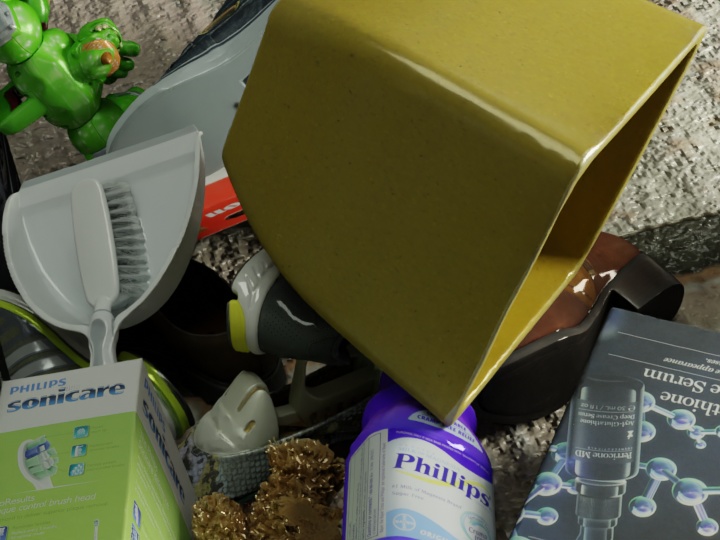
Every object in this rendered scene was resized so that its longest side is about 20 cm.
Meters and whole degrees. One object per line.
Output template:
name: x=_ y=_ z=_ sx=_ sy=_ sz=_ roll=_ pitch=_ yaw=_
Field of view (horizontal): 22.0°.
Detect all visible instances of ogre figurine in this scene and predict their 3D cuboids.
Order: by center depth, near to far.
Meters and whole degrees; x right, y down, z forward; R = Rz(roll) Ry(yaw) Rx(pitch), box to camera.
ogre figurine: x=-0.202 y=-0.143 z=1.240 sx=0.098 sy=0.201 sz=0.120 roll=-14 pitch=38 yaw=4

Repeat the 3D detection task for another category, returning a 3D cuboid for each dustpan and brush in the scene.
dustpan and brush: x=-0.152 y=0.012 z=1.114 sx=0.139 sy=0.057 sz=0.201 roll=-17 pitch=70 yaw=17

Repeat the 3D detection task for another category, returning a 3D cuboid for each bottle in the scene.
bottle: x=0.033 y=0.119 z=1.021 sx=0.083 sy=0.065 sz=0.200 roll=26 pitch=34 yaw=-17

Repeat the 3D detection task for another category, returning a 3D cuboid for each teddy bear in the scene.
teddy bear: x=-0.033 y=0.169 z=1.018 sx=0.145 sy=0.067 sz=0.200 roll=25 pitch=36 yaw=-18

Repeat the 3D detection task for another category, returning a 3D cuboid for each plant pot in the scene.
plant pot: x=0.041 y=-0.076 z=1.043 sx=0.200 sy=0.196 sz=0.194 roll=32 pitch=39 yaw=12

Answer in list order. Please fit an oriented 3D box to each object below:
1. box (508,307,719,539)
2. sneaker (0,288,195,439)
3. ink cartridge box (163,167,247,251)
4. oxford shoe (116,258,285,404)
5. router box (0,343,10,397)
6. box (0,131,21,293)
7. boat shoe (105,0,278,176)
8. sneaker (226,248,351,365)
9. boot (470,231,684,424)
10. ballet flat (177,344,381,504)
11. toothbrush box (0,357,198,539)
box: x=0.176 y=0.136 z=1.011 sx=0.148 sy=0.107 sz=0.200 roll=13 pitch=46 yaw=19
sneaker: x=-0.204 y=0.074 z=1.153 sx=0.199 sy=0.074 sz=0.081 roll=20 pitch=51 yaw=28
ink cartridge box: x=-0.096 y=-0.072 z=1.253 sx=0.162 sy=0.057 sz=0.200 roll=-24 pitch=12 yaw=-19
oxford shoe: x=-0.135 y=0.013 z=1.201 sx=0.199 sy=0.085 sz=0.073 roll=20 pitch=50 yaw=28
router box: x=-0.237 y=0.126 z=0.997 sx=0.062 sy=0.201 sz=0.150 roll=8 pitch=44 yaw=14
box: x=-0.291 y=-0.078 z=1.231 sx=0.104 sy=0.201 sz=0.148 roll=-13 pitch=41 yaw=-6
boat shoe: x=-0.087 y=-0.134 z=1.223 sx=0.200 sy=0.071 sz=0.091 roll=-37 pitch=30 yaw=3
sneaker: x=0.000 y=0.000 z=1.136 sx=0.084 sy=0.075 sz=0.200 roll=22 pitch=44 yaw=23
boot: x=0.077 y=-0.003 z=1.191 sx=0.188 sy=0.069 sz=0.200 roll=-33 pitch=54 yaw=-28
ballet flat: x=-0.043 y=0.083 z=1.122 sx=0.200 sy=0.072 sz=0.072 roll=-22 pitch=44 yaw=-17
toothbrush box: x=-0.140 y=0.171 z=0.975 sx=0.086 sy=0.146 sz=0.200 roll=-9 pitch=42 yaw=8
